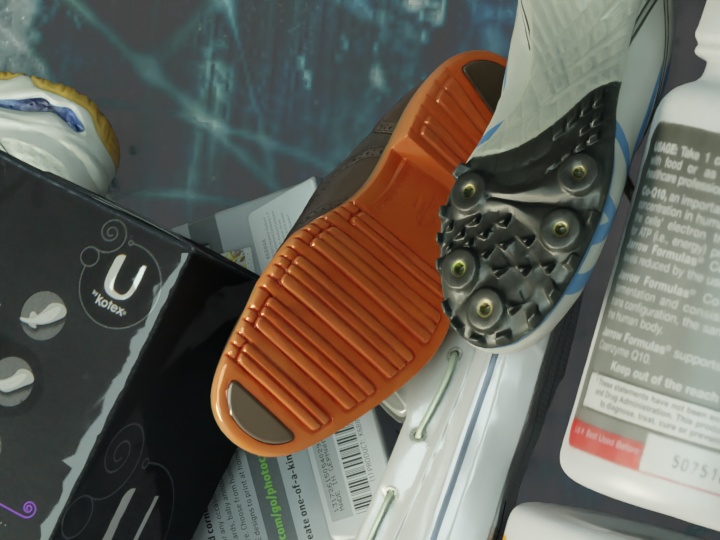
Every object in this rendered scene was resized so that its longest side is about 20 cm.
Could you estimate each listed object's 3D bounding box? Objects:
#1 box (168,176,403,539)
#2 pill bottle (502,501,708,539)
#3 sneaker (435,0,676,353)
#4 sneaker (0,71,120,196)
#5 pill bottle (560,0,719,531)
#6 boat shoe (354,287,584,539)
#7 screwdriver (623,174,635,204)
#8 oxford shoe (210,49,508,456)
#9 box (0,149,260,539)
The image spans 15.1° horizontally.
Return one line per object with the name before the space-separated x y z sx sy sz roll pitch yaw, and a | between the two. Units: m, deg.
box | -0.081 0.065 1.155 0.200 0.041 0.156 -19 79 19
pill bottle | 0.088 0.197 1.036 0.112 0.112 0.200 15 91 23
sneaker | 0.083 -0.052 1.049 0.072 0.072 0.200 2 60 30
sneaker | -0.208 -0.045 1.184 0.200 0.075 0.088 7 58 24
pill bottle | 0.154 -0.004 1.024 0.114 0.114 0.200 16 92 23
boat shoe | 0.037 0.053 1.069 0.067 0.074 0.200 14 73 13
screwdriver | 0.069 -0.109 1.120 0.029 0.028 0.200 -33 76 48
oxford shoe | 0.000 0.000 1.071 0.071 0.200 0.073 46 149 -11
box | -0.126 0.071 1.076 0.106 0.122 0.200 25 89 23
